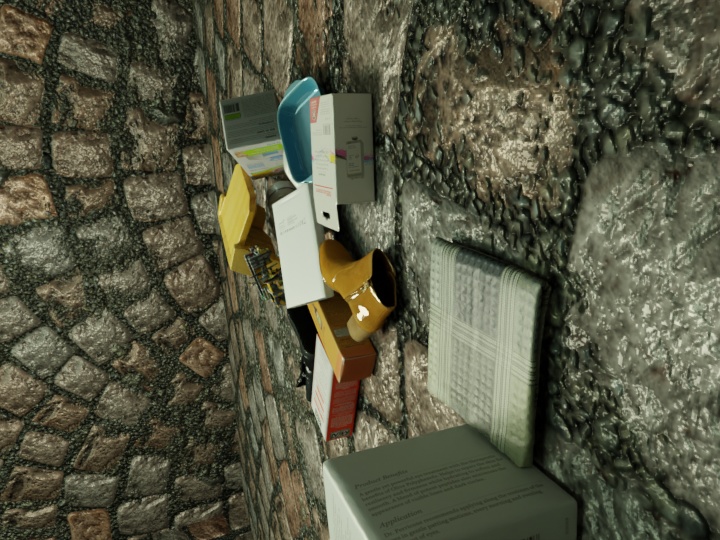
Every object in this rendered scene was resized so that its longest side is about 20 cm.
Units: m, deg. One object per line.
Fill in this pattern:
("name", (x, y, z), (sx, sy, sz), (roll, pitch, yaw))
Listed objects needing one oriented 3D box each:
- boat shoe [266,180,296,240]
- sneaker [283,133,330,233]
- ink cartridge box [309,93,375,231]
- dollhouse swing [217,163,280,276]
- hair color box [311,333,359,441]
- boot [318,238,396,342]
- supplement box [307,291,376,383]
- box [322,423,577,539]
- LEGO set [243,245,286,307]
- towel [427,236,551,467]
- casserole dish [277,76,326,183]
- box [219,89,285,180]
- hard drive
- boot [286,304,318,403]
("boat shoe", (-0.177, -0.120, 1.280), (0.202, 0.074, 0.087), (117, 141, -62))
("sneaker", (-0.085, -0.165, 1.049), (0.088, 0.075, 0.201), (-14, 89, 56))
("ink cartridge box", (-0.029, -0.170, 0.878), (0.116, 0.067, 0.202), (-149, 56, -65))
("dollhouse swing", (-0.234, -0.116, 1.298), (0.176, 0.181, 0.201), (-49, 43, 25))
("hair color box", (-0.050, 0.225, 1.093), (0.102, 0.061, 0.201), (-122, 32, -48))
("boot", (0.000, 0.001, 0.884), (0.144, 0.070, 0.202), (-57, 47, 51))
("supplement box", (-0.039, 0.103, 1.010), (0.200, 0.068, 0.067), (-121, 31, -42))
("box", (0.082, 0.294, 0.567), (0.171, 0.198, 0.202), (-149, 54, -65))
("LEGO set", (-0.163, -0.010, 1.174), (0.200, 0.153, 0.117), (-139, 27, -70))
("towel", (0.132, 0.079, 0.607), (0.192, 0.034, 0.202), (-149, 56, -61))
("casserole dish", (-0.089, -0.246, 0.997), (0.121, 0.039, 0.201), (-32, 66, 37))
("box", (-0.200, -0.270, 1.145), (0.200, 0.112, 0.102), (70, -171, -82))
("hard drive", (-0.107, -0.040, 1.018), (0.132, 0.027, 0.202), (-18, 78, 51))
("boot", (-0.115, 0.166, 1.218), (0.201, 0.076, 0.169), (-113, 22, -45))
